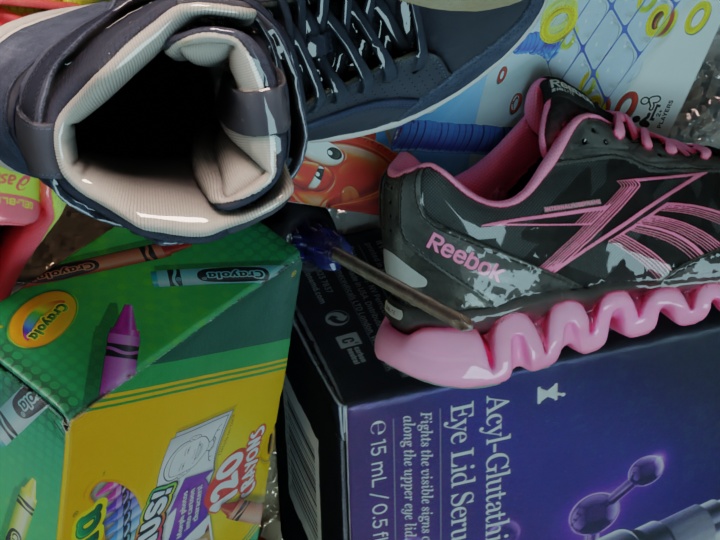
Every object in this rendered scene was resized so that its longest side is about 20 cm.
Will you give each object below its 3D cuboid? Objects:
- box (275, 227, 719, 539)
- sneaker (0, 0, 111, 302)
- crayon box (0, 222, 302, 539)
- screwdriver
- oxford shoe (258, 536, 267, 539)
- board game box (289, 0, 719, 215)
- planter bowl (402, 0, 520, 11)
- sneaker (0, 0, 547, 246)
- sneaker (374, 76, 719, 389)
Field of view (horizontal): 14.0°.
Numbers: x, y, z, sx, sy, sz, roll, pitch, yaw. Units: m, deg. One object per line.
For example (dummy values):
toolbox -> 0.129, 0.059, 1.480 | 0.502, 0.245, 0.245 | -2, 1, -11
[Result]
box -> 0.072, 0.058, 1.142 | 0.199, 0.104, 0.148 | -12, 128, -12
sneaker -> -0.121, -0.055, 0.990 | 0.078, 0.090, 0.201 | 5, 121, -23
crayon box -> -0.091, 0.076, 1.067 | 0.119, 0.058, 0.200 | -36, 151, -36
screwdriver -> 0.000, 0.000, 1.014 | 0.029, 0.200, 0.028 | 41, 85, -30
oxford shoe -> -0.104, 0.188, 1.192 | 0.200, 0.071, 0.073 | -29, 137, 1
board game box -> 0.035, -0.114, 1.031 | 0.195, 0.056, 0.200 | 7, 122, -26
planter bowl -> 0.042, -0.161, 0.857 | 0.200, 0.201, 0.135 | 6, 146, -25
sneaker -> -0.015, -0.065, 0.907 | 0.202, 0.146, 0.077 | -19, 102, -14
sneaker -> 0.093, -0.026, 1.042 | 0.199, 0.079, 0.096 | -16, 103, -21
